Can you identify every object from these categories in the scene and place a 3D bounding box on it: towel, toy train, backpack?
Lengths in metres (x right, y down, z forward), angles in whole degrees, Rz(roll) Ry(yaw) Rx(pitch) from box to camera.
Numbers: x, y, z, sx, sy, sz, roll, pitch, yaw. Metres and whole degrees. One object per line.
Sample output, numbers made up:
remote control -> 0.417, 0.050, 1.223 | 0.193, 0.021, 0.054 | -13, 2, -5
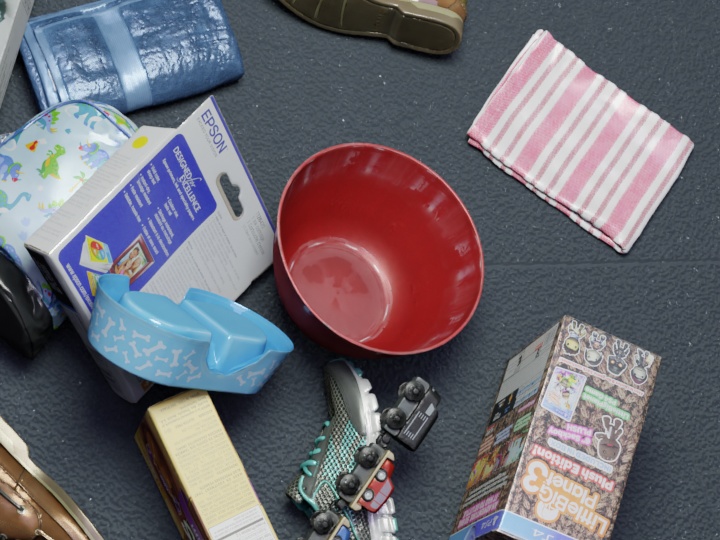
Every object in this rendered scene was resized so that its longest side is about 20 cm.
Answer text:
towel -> 0.218, -0.127, 1.627 | 0.199, 0.030, 0.147 | 36, 69, -1
toy train -> 0.006, 0.181, 1.405 | 0.046, 0.034, 0.201 | 36, 80, -7
backpack -> -0.267, -0.055, 1.436 | 0.163, 0.154, 0.200 | 43, 55, 9
towel -> -0.212, -0.202, 1.533 | 0.199, 0.049, 0.112 | -18, 79, -19

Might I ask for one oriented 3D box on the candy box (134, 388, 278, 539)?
candy box -> -0.119, 0.206, 1.391 | 0.056, 0.117, 0.201 | -22, 80, -19

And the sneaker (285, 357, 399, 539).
sneaker -> -0.023, 0.175, 1.450 | 0.090, 0.078, 0.202 | -5, 73, -11

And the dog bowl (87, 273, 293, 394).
dog bowl -> -0.143, 0.056, 1.371 | 0.111, 0.199, 0.050 | 34, 104, 35

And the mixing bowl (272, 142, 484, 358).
mixing bowl -> 0.000, 0.000, 1.480 | 0.199, 0.108, 0.202 | 10, 62, -20

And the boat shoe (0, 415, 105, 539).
boat shoe -> -0.278, 0.201, 1.383 | 0.068, 0.072, 0.200 | -41, 76, -17

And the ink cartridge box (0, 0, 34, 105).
ink cartridge box -> -0.388, -0.227, 1.480 | 0.172, 0.044, 0.201 | 12, 70, 3

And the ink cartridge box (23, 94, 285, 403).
ink cartridge box -> -0.171, -0.020, 1.418 | 0.047, 0.198, 0.200 | 22, 59, 36

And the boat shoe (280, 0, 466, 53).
boat shoe -> 0.006, -0.270, 1.598 | 0.199, 0.072, 0.068 | 19, 58, -14

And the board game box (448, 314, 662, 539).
board game box -> 0.167, 0.165, 1.452 | 0.096, 0.159, 0.201 | 23, 70, -6
